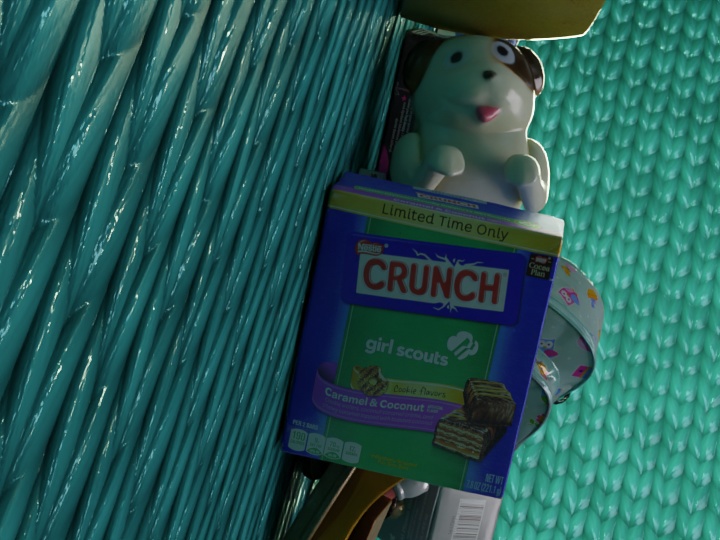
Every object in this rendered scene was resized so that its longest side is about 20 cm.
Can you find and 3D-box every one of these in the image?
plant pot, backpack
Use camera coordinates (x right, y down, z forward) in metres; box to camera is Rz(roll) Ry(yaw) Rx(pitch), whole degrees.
[{"bbox_3d":[0.137,-0.263,1.202,0.201,0.142,0.200,-64,180,0],"label":"plant pot"},{"bbox_3d":[0.139,0.074,1.488,0.200,0.176,0.153,-49,-172,33],"label":"backpack"}]

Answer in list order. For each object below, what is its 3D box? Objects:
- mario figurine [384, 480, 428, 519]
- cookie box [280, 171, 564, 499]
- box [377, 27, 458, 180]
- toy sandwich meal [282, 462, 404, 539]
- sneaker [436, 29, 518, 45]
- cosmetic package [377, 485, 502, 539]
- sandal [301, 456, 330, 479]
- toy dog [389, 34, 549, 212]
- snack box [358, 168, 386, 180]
[{"bbox_3d":[0.005,0.241,1.407,0.200,0.123,0.106,-65,146,-41],"label":"mario figurine"},{"bbox_3d":[0.045,0.046,1.097,0.075,0.170,0.201,-66,168,-76],"label":"cookie box"},{"bbox_3d":[0.083,-0.110,1.375,0.132,0.114,0.201,-50,153,-77],"label":"box"},{"bbox_3d":[-0.004,0.197,1.231,0.206,0.070,0.205,-56,174,-8],"label":"toy sandwich meal"},{"bbox_3d":[0.126,-0.274,1.544,0.200,0.089,0.079,88,15,-68],"label":"sneaker"},{"bbox_3d":[0.054,0.219,1.526,0.200,0.090,0.107,21,-79,56],"label":"cosmetic package"},{"bbox_3d":[-0.012,0.097,1.226,0.080,0.054,0.201,-70,171,-48],"label":"sandal"},{"bbox_3d":[0.090,-0.088,1.205,0.194,0.139,0.201,-74,170,-70],"label":"toy dog"},{"bbox_3d":[0.000,0.000,1.266,0.200,0.024,0.072,93,11,-60],"label":"snack box"}]
